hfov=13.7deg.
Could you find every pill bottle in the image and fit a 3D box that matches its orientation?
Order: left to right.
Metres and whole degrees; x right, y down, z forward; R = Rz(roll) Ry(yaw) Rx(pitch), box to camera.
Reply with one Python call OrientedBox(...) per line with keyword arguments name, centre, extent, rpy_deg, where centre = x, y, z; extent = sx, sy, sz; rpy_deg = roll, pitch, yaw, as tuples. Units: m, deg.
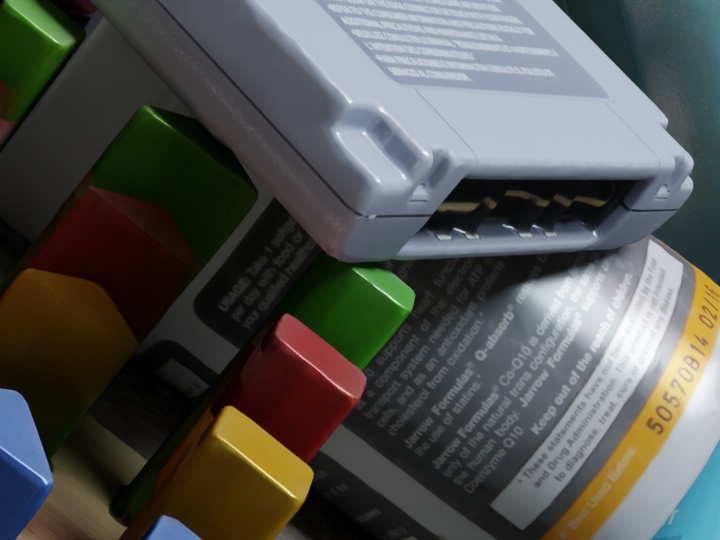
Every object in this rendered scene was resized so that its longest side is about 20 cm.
OrientedBox(name="pill bottle", centre=(0.000, 0.000, 0.827), extent=(0.200, 0.116, 0.116), rpy_deg=(37, 13, -9))

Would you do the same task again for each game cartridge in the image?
OrientedBox(name="game cartridge", centre=(0.000, -0.060, 0.728), extent=(0.133, 0.040, 0.200), rpy_deg=(51, 20, 16))

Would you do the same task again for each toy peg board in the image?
OrientedBox(name="toy peg board", centre=(-0.084, 0.009, 0.602), extent=(0.200, 0.098, 0.199), rpy_deg=(38, 13, -4))

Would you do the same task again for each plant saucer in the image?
OrientedBox(name="plant saucer", centre=(0.064, -0.078, 0.965), extent=(0.200, 0.027, 0.201), rpy_deg=(55, -24, 39))

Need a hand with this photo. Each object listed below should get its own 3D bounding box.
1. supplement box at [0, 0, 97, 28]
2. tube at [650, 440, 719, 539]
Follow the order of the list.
OrientedBox(name="supplement box", centre=(-0.146, -0.087, 0.839), extent=(0.109, 0.061, 0.200), rpy_deg=(43, 14, 17))
OrientedBox(name="tube", centre=(0.108, 0.053, 0.850), extent=(0.050, 0.077, 0.200), rpy_deg=(34, 50, -13))
